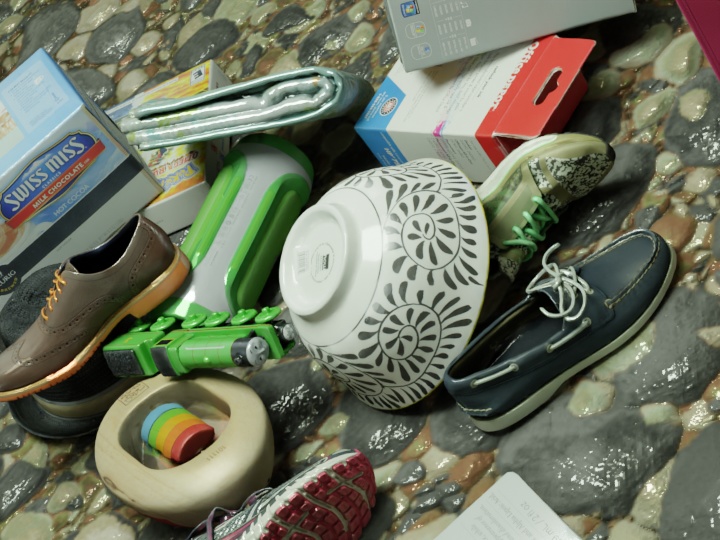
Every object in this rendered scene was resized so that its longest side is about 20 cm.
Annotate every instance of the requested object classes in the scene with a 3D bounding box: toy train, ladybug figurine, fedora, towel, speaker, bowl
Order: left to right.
[{"bbox_3d":[-0.253,0.054,1.667,0.200,0.092,0.201,-22,42,21],"label":"fedora"},{"bbox_3d":[-0.135,0.144,1.494,0.136,0.072,0.200,-39,33,-14],"label":"ladybug figurine"},{"bbox_3d":[-0.132,0.061,1.509,0.200,0.042,0.056,-6,24,45],"label":"toy train"},{"bbox_3d":[-0.111,-0.021,1.634,0.088,0.088,0.200,-1,52,38],"label":"speaker"},{"bbox_3d":[-0.097,-0.145,1.669,0.200,0.048,0.171,-9,5,10],"label":"towel"},{"bbox_3d":[0.000,0.000,1.450,0.201,0.094,0.201,-24,59,48],"label":"bowl"}]

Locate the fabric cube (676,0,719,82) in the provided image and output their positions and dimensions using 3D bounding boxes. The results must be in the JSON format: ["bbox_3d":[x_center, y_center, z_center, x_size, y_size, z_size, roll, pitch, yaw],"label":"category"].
[{"bbox_3d":[0.350,-0.261,1.410,0.199,0.196,0.200,-15,44,28],"label":"fabric cube"}]

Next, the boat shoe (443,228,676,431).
[{"bbox_3d":[0.146,0.033,1.393,0.200,0.062,0.075,-38,36,1],"label":"boat shoe"}]

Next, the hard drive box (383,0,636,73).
[{"bbox_3d":[0.117,-0.249,1.604,0.200,0.077,0.156,-15,23,3],"label":"hard drive box"}]

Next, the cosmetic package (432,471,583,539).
[{"bbox_3d":[0.066,0.240,1.247,0.200,0.074,0.102,-42,38,-5],"label":"cosmetic package"}]

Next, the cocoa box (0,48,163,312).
[{"bbox_3d":[-0.312,-0.079,1.746,0.200,0.131,0.133,-41,41,0],"label":"cocoa box"}]

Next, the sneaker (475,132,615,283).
[{"bbox_3d":[0.121,-0.029,1.478,0.200,0.077,0.089,-34,48,17],"label":"sneaker"}]

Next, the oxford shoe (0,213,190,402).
[{"bbox_3d":[-0.240,0.029,1.556,0.200,0.073,0.071,-40,35,-5],"label":"oxford shoe"}]

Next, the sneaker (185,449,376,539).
[{"bbox_3d":[-0.077,0.195,1.388,0.200,0.081,0.075,-36,39,-7],"label":"sneaker"}]

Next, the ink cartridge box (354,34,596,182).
[{"bbox_3d":[0.108,-0.137,1.585,0.200,0.067,0.116,9,57,44],"label":"ink cartridge box"}]

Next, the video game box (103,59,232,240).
[{"bbox_3d":[-0.219,-0.097,1.829,0.200,0.047,0.182,-23,44,19],"label":"video game box"}]
